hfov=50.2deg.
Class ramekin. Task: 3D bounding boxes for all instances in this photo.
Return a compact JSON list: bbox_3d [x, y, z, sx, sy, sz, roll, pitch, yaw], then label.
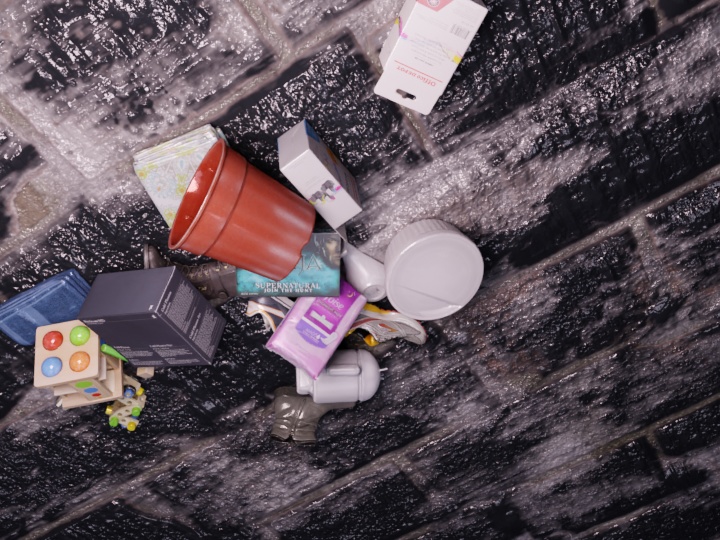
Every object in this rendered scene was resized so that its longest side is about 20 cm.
[{"bbox_3d":[0.137,-0.009,1.526,0.200,0.095,0.204,-6,124,-10],"label":"ramekin"}]

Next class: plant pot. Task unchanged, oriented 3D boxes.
[{"bbox_3d":[-0.193,-0.087,1.304,0.194,0.202,0.201,26,120,-24],"label":"plant pot"}]

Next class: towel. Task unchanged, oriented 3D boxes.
[{"bbox_3d":[-0.296,-0.155,1.400,0.169,0.048,0.201,-18,127,9],"label":"towel"},{"bbox_3d":[-0.624,0.080,1.531,0.198,0.049,0.112,-26,127,12],"label":"towel"}]

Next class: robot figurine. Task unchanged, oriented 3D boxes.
[{"bbox_3d":[-0.042,0.230,1.680,0.197,0.114,0.170,-1,167,-7],"label":"robot figurine"}]

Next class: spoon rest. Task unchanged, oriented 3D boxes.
[{"bbox_3d":[0.000,0.000,1.557,0.099,0.061,0.200,-27,139,14],"label":"spoon rest"}]

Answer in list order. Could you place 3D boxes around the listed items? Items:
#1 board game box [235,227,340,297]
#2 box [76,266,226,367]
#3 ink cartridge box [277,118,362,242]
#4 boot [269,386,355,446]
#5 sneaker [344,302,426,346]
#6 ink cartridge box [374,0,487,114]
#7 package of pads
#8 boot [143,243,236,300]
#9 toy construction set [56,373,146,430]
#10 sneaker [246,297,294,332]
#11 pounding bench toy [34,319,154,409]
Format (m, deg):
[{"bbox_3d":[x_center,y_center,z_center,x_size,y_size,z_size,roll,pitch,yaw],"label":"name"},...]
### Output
[{"bbox_3d":[-0.136,-0.015,1.447,0.197,0.028,0.137,0,116,-3],"label":"board game box"},{"bbox_3d":[-0.392,0.092,1.460,0.198,0.105,0.183,-5,142,26],"label":"box"},{"bbox_3d":[-0.061,-0.159,1.383,0.067,0.116,0.200,-32,125,16],"label":"ink cartridge box"},{"bbox_3d":[-0.105,0.336,1.735,0.197,0.132,0.068,2,145,-7],"label":"boot"},{"bbox_3d":[0.045,0.128,1.623,0.198,0.083,0.078,15,157,-14],"label":"sneaker"},{"bbox_3d":[0.108,-0.373,1.273,0.115,0.068,0.201,19,121,-20],"label":"ink cartridge box"},{"bbox_3d":[-0.085,0.104,1.519,0.120,0.076,0.201,36,74,-8],"label":"package of pads"},{"bbox_3d":[-0.316,0.000,1.505,0.172,0.070,0.201,-17,138,5],"label":"boot"},{"bbox_3d":[-0.550,0.270,1.665,0.131,0.093,0.199,-40,133,22],"label":"toy construction set"},{"bbox_3d":[-0.145,0.103,1.582,0.199,0.078,0.080,31,81,-19],"label":"sneaker"},{"bbox_3d":[-0.526,0.176,1.535,0.197,0.126,0.156,-11,152,-1],"label":"pounding bench toy"}]
